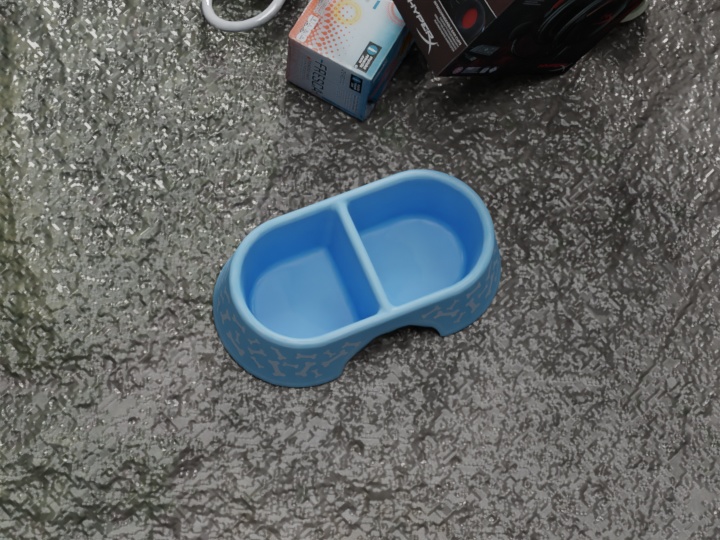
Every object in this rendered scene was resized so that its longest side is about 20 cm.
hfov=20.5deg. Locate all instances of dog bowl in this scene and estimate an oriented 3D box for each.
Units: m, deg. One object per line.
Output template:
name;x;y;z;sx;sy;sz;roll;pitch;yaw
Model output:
dog bowl;0.000;0.000;1.301;0.199;0.050;0.112;-21;71;-12

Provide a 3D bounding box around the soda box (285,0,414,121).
soda box;0.024;-0.207;1.381;0.068;0.064;0.200;28;69;8

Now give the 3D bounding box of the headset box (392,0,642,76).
headset box;0.138;-0.215;1.294;0.148;0.200;0.075;-8;62;-49

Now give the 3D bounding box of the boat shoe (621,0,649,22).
boat shoe;0.140;-0.266;1.415;0.072;0.060;0.202;-29;72;-15

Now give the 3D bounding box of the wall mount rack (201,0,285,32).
wall mount rack;-0.035;-0.256;1.370;0.173;0.075;0.201;15;65;28
